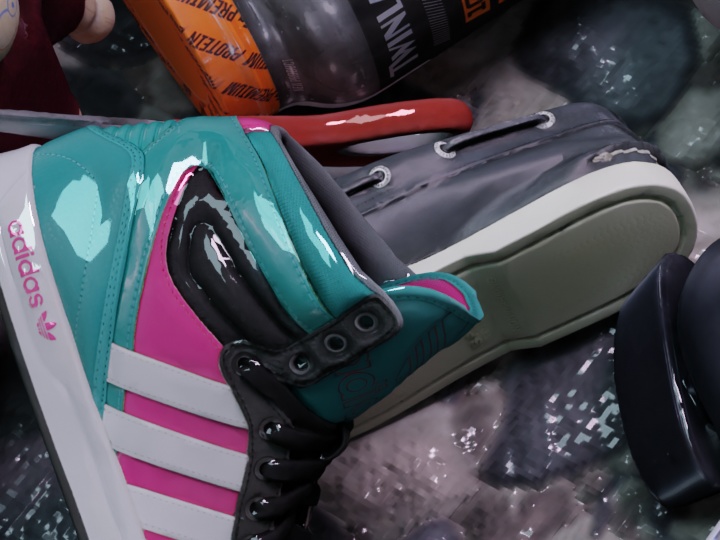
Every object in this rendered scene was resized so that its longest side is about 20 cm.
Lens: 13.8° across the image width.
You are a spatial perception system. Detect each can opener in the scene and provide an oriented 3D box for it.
[{"bbox_3d":[0.128,0.072,0.834,0.063,0.079,0.201,5,52,-27],"label":"can opener"}]

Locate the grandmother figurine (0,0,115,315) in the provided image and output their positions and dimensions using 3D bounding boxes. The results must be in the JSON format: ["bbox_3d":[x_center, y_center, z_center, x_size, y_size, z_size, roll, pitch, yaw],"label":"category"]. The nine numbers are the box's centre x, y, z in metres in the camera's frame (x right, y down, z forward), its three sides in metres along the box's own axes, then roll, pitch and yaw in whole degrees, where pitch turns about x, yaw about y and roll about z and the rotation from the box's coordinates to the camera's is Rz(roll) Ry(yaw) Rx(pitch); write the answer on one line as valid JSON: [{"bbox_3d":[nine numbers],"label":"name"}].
[{"bbox_3d":[-0.100,-0.038,0.881,0.060,0.200,0.122,1,57,17],"label":"grandmother figurine"}]

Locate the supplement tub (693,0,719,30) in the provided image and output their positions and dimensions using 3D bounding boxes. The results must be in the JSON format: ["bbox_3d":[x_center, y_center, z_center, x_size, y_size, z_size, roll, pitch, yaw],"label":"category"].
[{"bbox_3d":[0.205,-0.130,0.887,0.199,0.145,0.145,9,59,23],"label":"supplement tub"}]

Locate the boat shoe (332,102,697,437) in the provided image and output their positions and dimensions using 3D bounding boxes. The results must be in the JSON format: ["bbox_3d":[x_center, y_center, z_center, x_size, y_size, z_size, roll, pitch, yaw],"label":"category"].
[{"bbox_3d":[0.000,-0.002,0.906,0.198,0.075,0.066,-24,48,3],"label":"boat shoe"}]

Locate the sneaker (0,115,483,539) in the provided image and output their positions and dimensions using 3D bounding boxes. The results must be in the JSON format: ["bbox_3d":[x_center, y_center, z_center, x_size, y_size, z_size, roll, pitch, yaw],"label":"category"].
[{"bbox_3d":[-0.018,0.045,0.827,0.120,0.084,0.201,-19,95,8],"label":"sneaker"}]

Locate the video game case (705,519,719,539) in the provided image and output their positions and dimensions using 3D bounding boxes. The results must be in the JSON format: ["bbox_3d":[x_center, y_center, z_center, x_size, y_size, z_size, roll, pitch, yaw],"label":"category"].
[{"bbox_3d":[0.174,0.080,0.788,0.143,0.018,0.200,34,64,11],"label":"video game case"}]

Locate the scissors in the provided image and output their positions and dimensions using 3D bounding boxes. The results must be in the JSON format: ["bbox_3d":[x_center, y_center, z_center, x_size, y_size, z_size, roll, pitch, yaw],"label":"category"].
[{"bbox_3d":[-0.051,-0.036,0.890,0.073,0.199,0.014,-17,80,51],"label":"scissors"}]

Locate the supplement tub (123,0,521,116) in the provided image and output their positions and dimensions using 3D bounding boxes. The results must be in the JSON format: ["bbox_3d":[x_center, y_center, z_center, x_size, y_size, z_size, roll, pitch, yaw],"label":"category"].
[{"bbox_3d":[0.015,-0.135,0.963,0.199,0.123,0.123,-34,53,-7],"label":"supplement tub"}]
